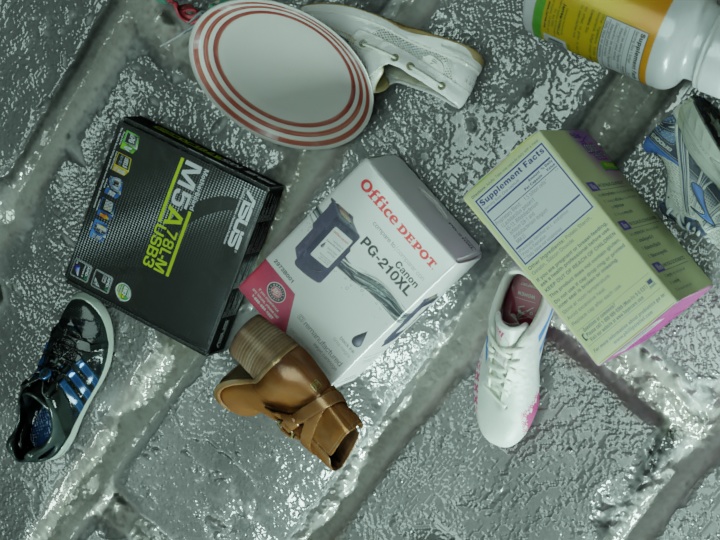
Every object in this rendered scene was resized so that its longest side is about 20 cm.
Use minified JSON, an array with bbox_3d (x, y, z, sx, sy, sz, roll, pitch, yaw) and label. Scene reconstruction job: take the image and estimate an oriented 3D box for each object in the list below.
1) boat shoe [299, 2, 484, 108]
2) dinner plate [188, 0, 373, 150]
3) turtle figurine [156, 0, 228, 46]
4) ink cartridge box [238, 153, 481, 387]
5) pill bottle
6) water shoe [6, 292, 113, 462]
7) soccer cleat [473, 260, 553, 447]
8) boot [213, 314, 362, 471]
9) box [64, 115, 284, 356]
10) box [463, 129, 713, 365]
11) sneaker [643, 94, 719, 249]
[{"bbox_3d":[0.020,-0.212,1.724,0.200,0.071,0.069,19,83,19],"label":"boat shoe"},{"bbox_3d":[-0.078,-0.201,1.744,0.200,0.024,0.200,16,144,13],"label":"dinner plate"},{"bbox_3d":[-0.161,-0.331,1.779,0.200,0.101,0.150,-42,94,4],"label":"turtle figurine"},{"bbox_3d":[0.000,0.000,1.752,0.200,0.084,0.145,-45,79,20],"label":"ink cartridge box"},{"bbox_3d":[0.262,-0.236,1.609,0.200,0.111,0.111,26,104,18],"label":"pill bottle"},{"bbox_3d":[-0.330,0.123,1.901,0.071,0.079,0.200,22,103,19],"label":"water shoe"},{"bbox_3d":[0.144,0.080,1.700,0.070,0.086,0.200,14,100,20],"label":"soccer cleat"},{"bbox_3d":[-0.066,0.139,1.750,0.155,0.077,0.200,44,150,13],"label":"boot"},{"bbox_3d":[-0.202,-0.038,1.852,0.193,0.047,0.200,28,105,20],"label":"box"},{"bbox_3d":[0.215,-0.026,1.612,0.097,0.176,0.200,-41,80,20],"label":"box"},{"bbox_3d":[0.333,-0.060,1.627,0.085,0.077,0.200,-32,75,31],"label":"sneaker"}]
